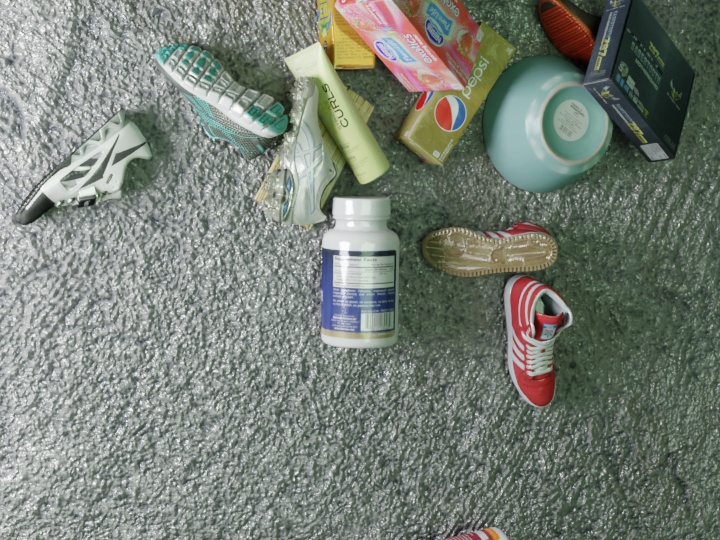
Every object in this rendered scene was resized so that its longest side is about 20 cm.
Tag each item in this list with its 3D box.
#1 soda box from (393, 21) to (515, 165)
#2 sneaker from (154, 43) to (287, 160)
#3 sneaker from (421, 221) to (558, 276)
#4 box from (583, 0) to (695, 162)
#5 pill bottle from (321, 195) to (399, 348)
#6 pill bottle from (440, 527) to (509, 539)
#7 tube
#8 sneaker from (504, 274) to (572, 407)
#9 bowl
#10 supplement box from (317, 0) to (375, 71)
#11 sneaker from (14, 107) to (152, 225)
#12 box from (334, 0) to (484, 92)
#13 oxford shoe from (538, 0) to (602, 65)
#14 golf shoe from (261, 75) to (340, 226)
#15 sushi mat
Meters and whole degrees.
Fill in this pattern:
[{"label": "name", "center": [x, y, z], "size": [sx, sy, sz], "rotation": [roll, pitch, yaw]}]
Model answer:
[{"label": "soda box", "center": [0.134, -0.252, 1.674], "size": [0.067, 0.064, 0.202], "rotation": [34, 84, -19]}, {"label": "sneaker", "center": [-0.196, -0.218, 1.561], "size": [0.199, 0.092, 0.078], "rotation": [37, 43, 2]}, {"label": "sneaker", "center": [0.192, -0.033, 1.725], "size": [0.196, 0.112, 0.073], "rotation": [3, 99, 12]}, {"label": "box", "center": [0.407, -0.278, 1.702], "size": [0.200, 0.050, 0.160], "rotation": [40, 59, -37]}, {"label": "pill bottle", "center": [0.000, 0.000, 1.632], "size": [0.109, 0.111, 0.204], "rotation": [-1, 96, -18]}, {"label": "pill bottle", "center": [0.126, 0.453, 1.724], "size": [0.197, 0.113, 0.115], "rotation": [-9, 99, -17]}, {"label": "tube", "center": [-0.031, -0.214, 1.611], "size": [0.057, 0.052, 0.202], "rotation": [-29, 107, 7]}, {"label": "sneaker", "center": [0.266, 0.112, 1.725], "size": [0.070, 0.112, 0.204], "rotation": [-15, 100, -16]}, {"label": "bowl", "center": [0.288, -0.212, 1.710], "size": [0.197, 0.105, 0.205], "rotation": [-3, 98, -19]}, {"label": "supplement box", "center": [-0.022, -0.376, 1.606], "size": [0.068, 0.066, 0.204], "rotation": [-7, 98, -18]}, {"label": "sneaker", "center": [-0.353, -0.112, 1.518], "size": [0.200, 0.074, 0.089], "rotation": [-42, 105, -10]}, {"label": "box", "center": [0.068, -0.334, 1.574], "size": [0.200, 0.101, 0.096], "rotation": [41, 62, -45]}, {"label": "oxford shoe", "center": [0.341, -0.349, 1.741], "size": [0.199, 0.071, 0.073], "rotation": [38, 66, -25]}, {"label": "golf shoe", "center": [-0.071, -0.160, 1.601], "size": [0.096, 0.078, 0.204], "rotation": [7, 102, -23]}, {"label": "sushi mat", "center": [-0.063, -0.166, 1.643], "size": [0.095, 0.012, 0.202], "rotation": [29, 86, -18]}]
